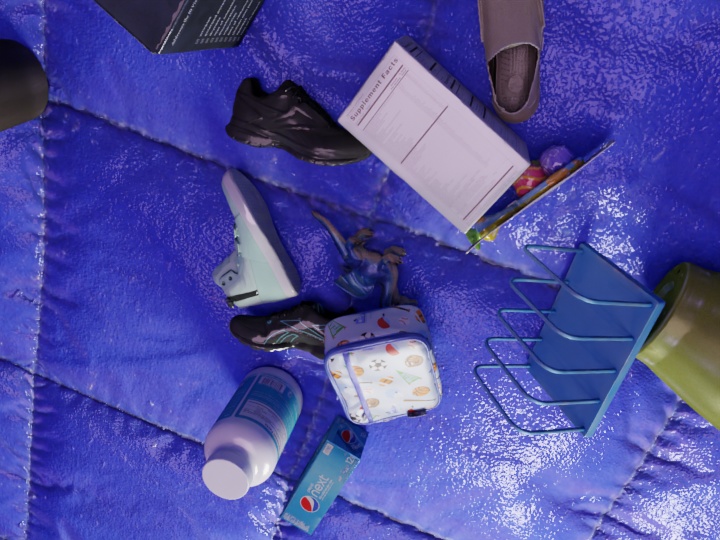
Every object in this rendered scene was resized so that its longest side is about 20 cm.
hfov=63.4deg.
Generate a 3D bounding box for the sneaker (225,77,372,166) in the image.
[{"bbox_3d":[-0.076,-0.190,0.743,0.196,0.076,0.092,16,109,3],"label":"sneaker"}]

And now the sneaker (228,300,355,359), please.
[{"bbox_3d":[-0.097,0.080,0.872,0.196,0.076,0.081,8,106,0],"label":"sneaker"}]

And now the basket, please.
[{"bbox_3d":[-0.518,-0.233,0.754,0.177,0.201,0.139,5,115,12],"label":"basket"}]

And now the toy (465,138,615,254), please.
[{"bbox_3d":[0.202,-0.102,0.694,0.200,0.115,0.047,-42,86,24],"label":"toy"}]

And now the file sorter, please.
[{"bbox_3d":[0.242,0.085,0.725,0.120,0.139,0.203,3,119,-23],"label":"file sorter"}]

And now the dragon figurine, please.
[{"bbox_3d":[0.000,0.000,0.812,0.197,0.059,0.100,27,116,-1],"label":"dragon figurine"}]

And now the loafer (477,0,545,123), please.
[{"bbox_3d":[0.172,-0.264,0.651,0.074,0.068,0.203,-7,111,16],"label":"loafer"}]

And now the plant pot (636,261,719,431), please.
[{"bbox_3d":[0.437,0.092,0.688,0.191,0.200,0.203,30,117,12],"label":"plant pot"}]

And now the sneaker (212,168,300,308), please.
[{"bbox_3d":[-0.177,-0.034,0.827,0.116,0.074,0.203,-18,110,13],"label":"sneaker"}]

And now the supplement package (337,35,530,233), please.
[{"bbox_3d":[0.089,-0.164,0.691,0.199,0.110,0.114,40,116,-6],"label":"supplement package"}]

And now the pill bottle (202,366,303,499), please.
[{"bbox_3d":[-0.164,0.243,0.877,0.109,0.201,0.113,5,115,11],"label":"pill bottle"}]

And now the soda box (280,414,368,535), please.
[{"bbox_3d":[-0.061,0.342,0.970,0.063,0.068,0.202,29,116,0],"label":"soda box"}]

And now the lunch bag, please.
[{"bbox_3d":[0.029,0.141,0.818,0.157,0.076,0.202,-13,134,4],"label":"lunch bag"}]

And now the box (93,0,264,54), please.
[{"bbox_3d":[-0.167,-0.354,0.621,0.123,0.197,0.200,39,115,-6],"label":"box"}]
